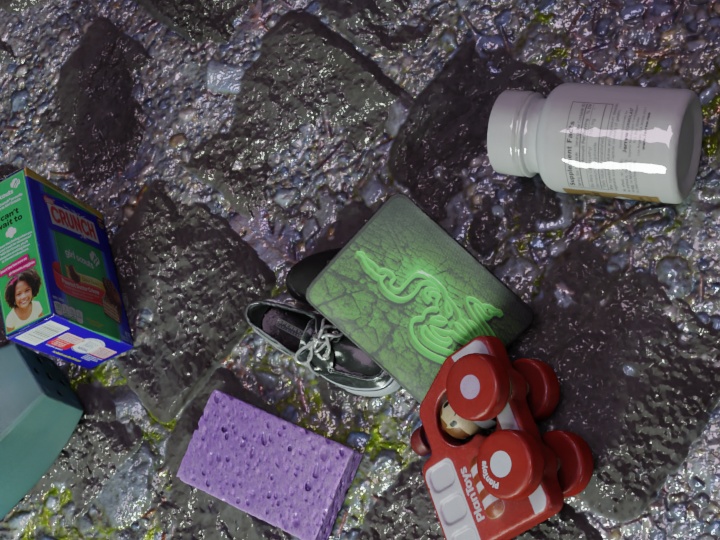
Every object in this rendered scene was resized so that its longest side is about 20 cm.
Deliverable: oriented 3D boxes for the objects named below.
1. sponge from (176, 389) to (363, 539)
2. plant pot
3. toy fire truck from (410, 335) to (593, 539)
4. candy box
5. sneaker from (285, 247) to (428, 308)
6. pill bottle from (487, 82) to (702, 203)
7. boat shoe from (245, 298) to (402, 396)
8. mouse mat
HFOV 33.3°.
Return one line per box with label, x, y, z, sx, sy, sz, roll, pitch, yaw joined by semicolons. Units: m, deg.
sponge;-0.105;0.218;1.347;0.200;0.030;0.112;19;84;30
plant pot;-0.450;0.194;1.466;0.200;0.141;0.141;-40;62;2
toy fire truck;0.122;0.177;1.213;0.168;0.112;0.200;-39;60;32
candy box;-0.366;0.000;1.457;0.077;0.169;0.200;-25;66;14
sneaker;0.000;0.000;1.328;0.200;0.082;0.073;-4;73;25
pill bottle;0.238;-0.134;1.232;0.200;0.114;0.115;9;79;28
boat shoe;-0.042;0.079;1.333;0.199;0.068;0.074;29;89;29
mouse mat;0.060;0.037;1.260;0.200;0.008;0.161;41;108;-4
